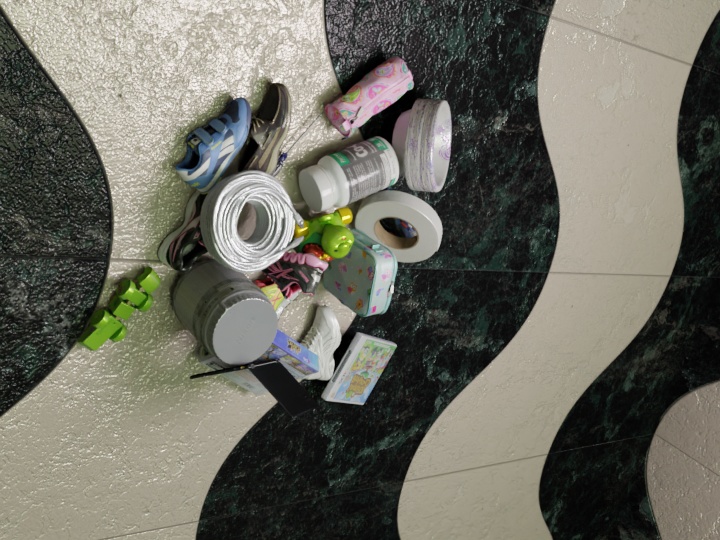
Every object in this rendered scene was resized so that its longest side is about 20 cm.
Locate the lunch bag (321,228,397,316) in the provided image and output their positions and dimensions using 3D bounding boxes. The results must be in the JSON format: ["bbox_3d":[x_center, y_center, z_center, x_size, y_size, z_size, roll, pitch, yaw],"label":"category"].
[{"bbox_3d":[0.000,0.000,1.783,0.077,0.200,0.162,-3,116,-39],"label":"lunch bag"}]

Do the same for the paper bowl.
[{"bbox_3d":[0.134,-0.278,1.773,0.200,0.103,0.203,7,90,-72],"label":"paper bowl"}]

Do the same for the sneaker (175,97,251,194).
[{"bbox_3d":[-0.279,-0.246,1.525,0.082,0.074,0.201,28,93,-41],"label":"sneaker"}]

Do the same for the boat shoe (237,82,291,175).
[{"bbox_3d":[-0.192,-0.272,1.578,0.073,0.074,0.202,3,109,-39],"label":"boat shoe"}]

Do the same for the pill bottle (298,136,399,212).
[{"bbox_3d":[-0.025,-0.204,1.717,0.199,0.113,0.114,-26,127,-26],"label":"pill bottle"}]

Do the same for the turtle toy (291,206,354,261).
[{"bbox_3d":[-0.079,-0.069,1.699,0.145,0.200,0.102,-18,92,-25],"label":"turtle toy"}]

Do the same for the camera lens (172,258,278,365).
[{"bbox_3d":[-0.274,0.080,1.611,0.159,0.200,0.161,-18,123,-30],"label":"camera lens"}]

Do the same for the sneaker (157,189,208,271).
[{"bbox_3d":[-0.310,-0.079,1.578,0.080,0.086,0.201,30,92,-45],"label":"sneaker"}]

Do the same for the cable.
[{"bbox_3d":[-0.219,-0.097,1.565,0.200,0.069,0.201,-41,124,-29],"label":"cable"}]

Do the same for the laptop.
[{"bbox_3d":[-0.209,0.245,1.621,0.187,0.198,0.117,13,66,-76],"label":"laptop"}]

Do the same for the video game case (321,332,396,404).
[{"bbox_3d":[0.000,0.249,2.000,0.183,0.022,0.200,-60,150,4],"label":"video game case"}]

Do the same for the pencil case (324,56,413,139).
[{"bbox_3d":[0.020,-0.365,1.687,0.200,0.087,0.088,-40,131,-16],"label":"pencil case"}]

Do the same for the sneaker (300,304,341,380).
[{"bbox_3d":[-0.106,0.177,1.881,0.099,0.078,0.202,-7,116,-31],"label":"sneaker"}]

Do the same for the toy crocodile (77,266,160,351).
[{"bbox_3d":[-0.469,0.075,1.560,0.200,0.062,0.067,-48,133,-1],"label":"toy crocodile"}]

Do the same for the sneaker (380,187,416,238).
[{"bbox_3d":[0.089,-0.128,1.885,0.079,0.075,0.201,-54,140,-21],"label":"sneaker"}]

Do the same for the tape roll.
[{"bbox_3d":[0.086,-0.096,1.810,0.203,0.201,0.037,61,39,-40],"label":"tape roll"}]

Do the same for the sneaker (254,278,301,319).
[{"bbox_3d":[-0.209,0.063,1.750,0.090,0.078,0.201,39,85,-28],"label":"sneaker"}]

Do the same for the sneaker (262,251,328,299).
[{"bbox_3d":[-0.161,0.009,1.661,0.079,0.199,0.096,19,80,-53],"label":"sneaker"}]

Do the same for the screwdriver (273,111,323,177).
[{"bbox_3d":[-0.144,-0.255,1.660,0.201,0.029,0.028,-53,133,-8],"label":"screwdriver"}]

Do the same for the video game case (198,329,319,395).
[{"bbox_3d":[-0.220,0.194,1.752,0.180,0.046,0.200,-23,140,26],"label":"video game case"}]
